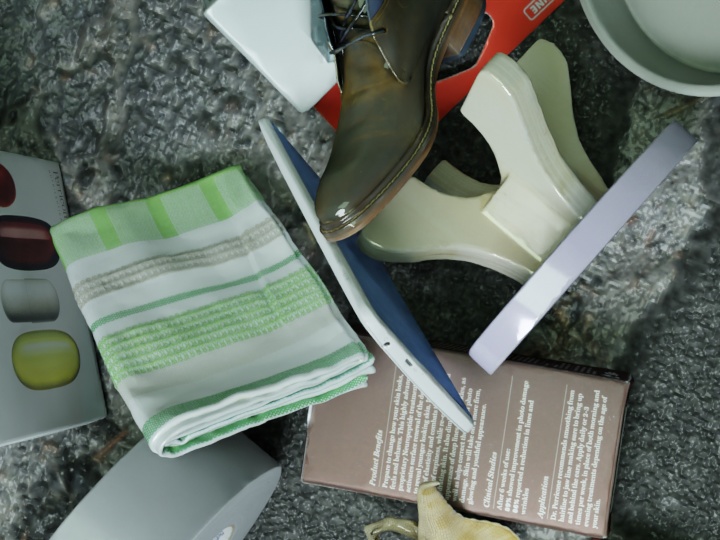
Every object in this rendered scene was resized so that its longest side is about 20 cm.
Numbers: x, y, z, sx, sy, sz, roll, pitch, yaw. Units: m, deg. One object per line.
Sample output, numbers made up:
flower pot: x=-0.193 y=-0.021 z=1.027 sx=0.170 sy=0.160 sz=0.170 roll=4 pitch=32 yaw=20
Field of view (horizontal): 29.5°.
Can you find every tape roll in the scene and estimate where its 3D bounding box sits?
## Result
tape roll: x=-0.136 y=0.180 z=0.856 sx=0.066 sy=0.200 sz=0.201 roll=38 pitch=98 yaw=9

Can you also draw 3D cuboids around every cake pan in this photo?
cake pan: x=0.216 y=-0.205 z=0.809 sx=0.199 sy=0.037 sz=0.203 roll=8 pitch=101 yaw=41

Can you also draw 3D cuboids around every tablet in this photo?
tablet: x=0.000 y=0.000 z=0.816 sx=0.014 sy=0.130 sz=0.201 roll=-36 pitch=44 yaw=6

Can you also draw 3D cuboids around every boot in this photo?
boot: x=-0.002 y=-0.116 z=0.766 sx=0.074 sy=0.097 sz=0.201 roll=-14 pitch=42 yaw=44

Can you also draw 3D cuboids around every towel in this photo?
towel: x=-0.097 y=0.015 z=0.855 sx=0.148 sy=0.031 sz=0.201 roll=-18 pitch=50 yaw=-22

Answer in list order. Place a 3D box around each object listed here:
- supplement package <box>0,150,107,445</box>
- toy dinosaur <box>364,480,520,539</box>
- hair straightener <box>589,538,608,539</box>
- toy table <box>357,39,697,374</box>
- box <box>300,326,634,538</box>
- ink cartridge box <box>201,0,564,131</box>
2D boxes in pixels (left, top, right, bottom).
supplement package: x=-0.284 y=0.028 z=0.891 sx=0.145 sy=0.200 sz=0.194 roll=-13 pitch=88 yaw=12
toy dinosaur: x=0.048 y=0.172 z=0.856 sx=0.100 sy=0.201 sz=0.059 roll=-15 pitch=44 yaw=19
hair straightener: x=0.229 y=0.212 z=0.835 sx=0.198 sy=0.077 sz=0.041 roll=18 pitch=92 yaw=12
toy table: x=0.099 y=-0.046 z=0.826 sx=0.117 sy=0.184 sz=0.200 roll=41 pitch=55 yaw=7
box: x=0.069 y=0.101 z=0.876 sx=0.198 sy=0.075 sz=0.101 roll=9 pitch=92 yaw=11
ink cartridge box: x=0.028 y=-0.174 z=0.856 sx=0.200 sy=0.044 sz=0.173 roll=-43 pitch=114 yaw=9
